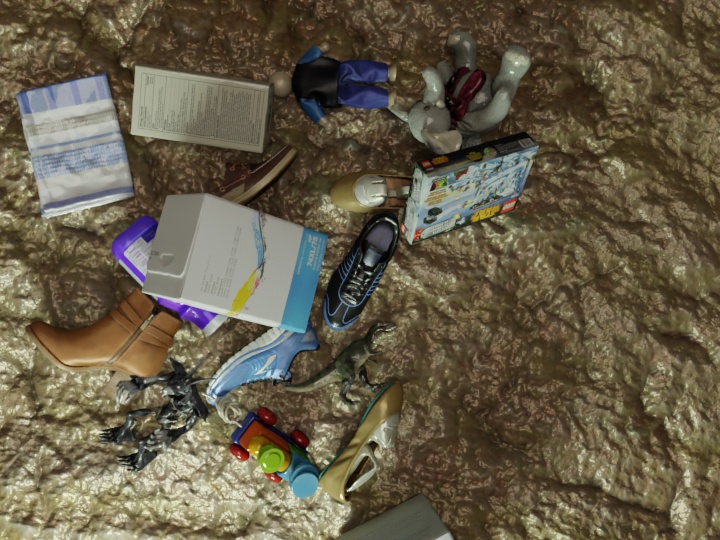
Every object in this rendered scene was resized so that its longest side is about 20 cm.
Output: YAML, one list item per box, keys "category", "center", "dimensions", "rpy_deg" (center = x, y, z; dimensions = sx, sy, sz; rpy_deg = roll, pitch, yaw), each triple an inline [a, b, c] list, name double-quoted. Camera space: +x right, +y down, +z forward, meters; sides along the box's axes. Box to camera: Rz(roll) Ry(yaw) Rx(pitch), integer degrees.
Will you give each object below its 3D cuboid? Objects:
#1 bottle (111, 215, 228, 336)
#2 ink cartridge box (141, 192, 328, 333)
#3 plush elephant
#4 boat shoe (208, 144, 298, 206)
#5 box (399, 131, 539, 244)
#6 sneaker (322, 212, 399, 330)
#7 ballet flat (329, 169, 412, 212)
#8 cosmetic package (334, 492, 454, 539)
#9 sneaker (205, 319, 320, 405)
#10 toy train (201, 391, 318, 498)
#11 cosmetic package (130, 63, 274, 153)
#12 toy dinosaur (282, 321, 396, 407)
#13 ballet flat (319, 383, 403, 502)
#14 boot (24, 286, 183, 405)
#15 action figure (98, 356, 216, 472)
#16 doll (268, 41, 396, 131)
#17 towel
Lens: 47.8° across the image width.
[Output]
- category: "bottle"
  center: [-0.283, 0.012, 1.230]
  dimensions: [0.200, 0.065, 0.084]
  rpy_deg: [46, 66, -4]
- category: "ink cartridge box"
  center: [-0.178, -0.010, 1.147]
  dimensions: [0.199, 0.146, 0.147]
  rpy_deg: [18, 83, -35]
- category: "plush elephant"
  center: [0.132, -0.250, 1.209]
  dimensions: [0.154, 0.165, 0.202]
  rpy_deg: [-14, 127, -32]
- category: "boat shoe"
  center: [-0.187, -0.137, 1.242]
  dimensions: [0.200, 0.072, 0.072]
  rpy_deg: [-38, 94, 2]
- category: "box"
  center: [0.161, -0.123, 1.212]
  dimensions: [0.199, 0.138, 0.040]
  rpy_deg: [-18, 54, -24]
- category: "sneaker"
  center: [0.000, 0.000, 1.251]
  dimensions: [0.070, 0.078, 0.201]
  rpy_deg: [25, 87, -4]
- category: "ballet flat"
  center: [0.052, -0.126, 1.264]
  dimensions: [0.198, 0.063, 0.069]
  rpy_deg: [-1, 87, -5]
- category: "cosmetic package"
  center: [0.072, 0.459, 1.193]
  dimensions: [0.164, 0.200, 0.166]
  rpy_deg: [-25, 92, -6]
- category: "sneaker"
  center: [-0.148, 0.148, 1.238]
  dimensions: [0.199, 0.079, 0.090]
  rpy_deg: [-35, 90, -4]
- category: "toy train"
  center: [-0.149, 0.255, 1.192]
  dimensions: [0.200, 0.116, 0.085]
  rpy_deg: [40, 86, -26]
- category: "cosmetic package"
  center: [-0.235, -0.244, 1.220]
  dimensions: [0.198, 0.073, 0.105]
  rpy_deg: [9, 106, -2]
- category: "toy dinosaur"
  center: [-0.015, 0.160, 1.257]
  dimensions: [0.199, 0.047, 0.088]
  rpy_deg: [-33, 82, -18]
- category: "ballet flat"
  center: [0.017, 0.268, 1.248]
  dimensions: [0.063, 0.069, 0.201]
  rpy_deg: [38, 94, 32]
- category: "boot"
  center: [-0.380, 0.089, 1.217]
  dimensions: [0.199, 0.077, 0.156]
  rpy_deg: [34, 89, -6]
- category: "action figure"
  center: [-0.297, 0.209, 1.179]
  dimensions: [0.200, 0.102, 0.119]
  rpy_deg: [-47, 70, 23]
- category: "doll"
  center: [-0.044, -0.285, 1.264]
  dimensions: [0.198, 0.048, 0.138]
  rpy_deg: [2, 89, -5]
- category: "towel"
  center: [-0.437, -0.191, 1.243]
  dimensions: [0.145, 0.024, 0.202]
  rpy_deg: [-13, 91, -6]
